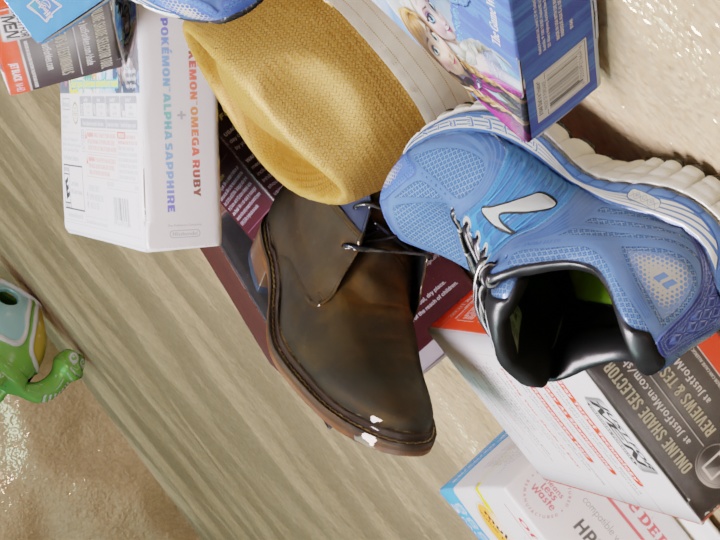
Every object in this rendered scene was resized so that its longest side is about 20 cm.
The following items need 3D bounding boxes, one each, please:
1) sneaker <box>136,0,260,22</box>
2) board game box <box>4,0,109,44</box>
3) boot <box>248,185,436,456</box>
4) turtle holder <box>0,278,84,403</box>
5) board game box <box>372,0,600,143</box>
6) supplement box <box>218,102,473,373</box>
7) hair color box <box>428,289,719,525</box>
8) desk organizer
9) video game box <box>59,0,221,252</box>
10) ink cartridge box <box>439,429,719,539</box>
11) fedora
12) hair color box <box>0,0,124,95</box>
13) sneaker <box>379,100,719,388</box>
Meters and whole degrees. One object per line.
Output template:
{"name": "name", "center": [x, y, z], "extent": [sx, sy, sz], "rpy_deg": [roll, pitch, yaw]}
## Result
{"name": "sneaker", "center": [-0.093, -0.174, 0.886], "extent": [0.200, 0.078, 0.089], "rpy_deg": [58, 171, -22]}
{"name": "board game box", "center": [-0.149, -0.217, 1.023], "extent": [0.200, 0.056, 0.196], "rpy_deg": [54, -160, -15]}
{"name": "boot", "center": [0.000, 0.000, 1.187], "extent": [0.075, 0.097, 0.200], "rpy_deg": [8, -150, -27]}
{"name": "turtle holder", "center": [-0.452, 0.090, 3.116], "extent": [0.185, 0.132, 0.141], "rpy_deg": [21, 160, 24]}
{"name": "board game box", "center": [0.002, -0.165, 0.888], "extent": [0.199, 0.043, 0.200], "rpy_deg": [46, 168, 24]}
{"name": "supplement box", "center": [-0.021, -0.030, 1.348], "extent": [0.200, 0.061, 0.109], "rpy_deg": [50, 167, -1]}
{"name": "hair color box", "center": [0.108, 0.050, 1.121], "extent": [0.102, 0.061, 0.200], "rpy_deg": [52, 169, -11]}
{"name": "desk organizer", "center": [-0.047, -0.002, 1.509], "extent": [0.077, 0.072, 0.200], "rpy_deg": [41, 166, 44]}
{"name": "video game box", "center": [-0.120, -0.106, 1.288], "extent": [0.200, 0.047, 0.183], "rpy_deg": [-167, 72, -71]}
{"name": "ink cartridge box", "center": [0.122, 0.140, 1.334], "extent": [0.115, 0.068, 0.200], "rpy_deg": [50, 168, -2]}
{"name": "fedora", "center": [-0.019, -0.089, 1.101], "extent": [0.201, 0.082, 0.201], "rpy_deg": [46, 168, 13]}
{"name": "hair color box", "center": [-0.170, -0.199, 1.180], "extent": [0.111, 0.064, 0.201], "rpy_deg": [96, 157, -73]}
{"name": "sneaker", "center": [0.067, -0.008, 0.973], "extent": [0.200, 0.089, 0.079], "rpy_deg": [18, 146, 53]}
